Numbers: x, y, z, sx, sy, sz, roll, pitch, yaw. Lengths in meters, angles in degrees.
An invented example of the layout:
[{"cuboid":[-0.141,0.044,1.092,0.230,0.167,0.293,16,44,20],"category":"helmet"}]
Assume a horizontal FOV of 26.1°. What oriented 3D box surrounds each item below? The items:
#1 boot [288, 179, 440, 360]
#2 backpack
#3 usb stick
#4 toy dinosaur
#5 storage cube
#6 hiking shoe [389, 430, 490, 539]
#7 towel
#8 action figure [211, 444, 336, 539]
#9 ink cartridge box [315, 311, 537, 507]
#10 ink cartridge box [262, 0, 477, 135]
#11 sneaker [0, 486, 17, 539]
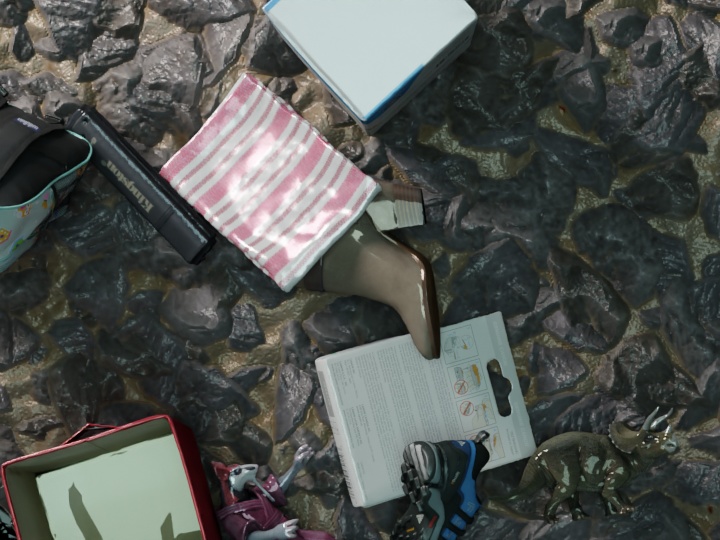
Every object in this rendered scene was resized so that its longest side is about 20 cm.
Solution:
[{"cuboid":[0.000,0.000,1.586,0.146,0.070,0.200,-8,81,7],"category":"boot"},{"cuboid":[-0.387,-0.084,1.529,0.176,0.200,0.153,31,114,0],"category":"backpack"},{"cuboid":[-0.226,-0.088,1.601,0.200,0.055,0.033,47,54,0],"category":"usb stick"},{"cuboid":[0.229,0.206,1.600,0.200,0.077,0.102,-9,80,6],"category":"toy dinosaur"},{"cuboid":[-0.233,0.252,1.530,0.171,0.180,0.200,-17,80,-2],"category":"storage cube"},{"cuboid":[0.085,0.257,1.571,0.087,0.074,0.200,-8,126,-22],"category":"hiking shoe"},{"cuboid":[-0.095,-0.091,1.577,0.200,0.030,0.146,42,92,21],"category":"towel"},{"cuboid":[-0.092,0.275,1.597,0.149,0.134,0.200,-41,92,26],"category":"action figure"},{"cuboid":[0.068,0.143,1.614,0.200,0.050,0.161,-15,91,-17],"category":"ink cartridge box"},{"cuboid":[0.012,-0.237,1.517,0.147,0.200,0.146,-42,89,2],"category":"ink cartridge box"},{"cuboid":[-0.344,0.323,1.586,0.075,0.106,0.200,-22,91,2],"category":"sneaker"}]
